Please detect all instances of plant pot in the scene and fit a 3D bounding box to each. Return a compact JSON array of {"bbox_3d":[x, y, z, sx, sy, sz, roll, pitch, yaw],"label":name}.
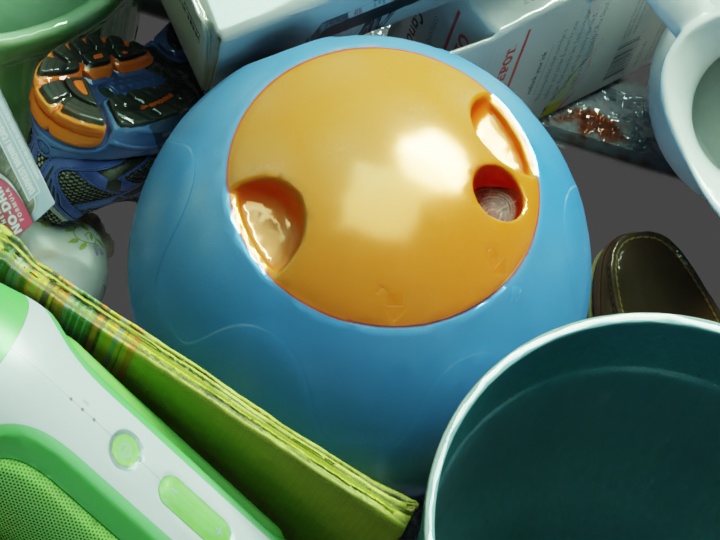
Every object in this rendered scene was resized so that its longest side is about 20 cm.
[{"bbox_3d":[0.105,0.151,0.874,0.199,0.188,0.201,5,58,-8],"label":"plant pot"}]

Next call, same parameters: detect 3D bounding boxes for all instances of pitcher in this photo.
[{"bbox_3d":[0.180,-0.102,1.031,0.121,0.200,0.172,-34,91,16],"label":"pitcher"}]

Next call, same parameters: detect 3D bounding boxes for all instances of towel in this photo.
[{"bbox_3d":[-0.072,0.057,0.873,0.199,0.086,0.018,34,63,0],"label":"towel"}]

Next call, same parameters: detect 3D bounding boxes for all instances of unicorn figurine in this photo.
[{"bbox_3d":[-0.151,0.030,0.958,0.137,0.074,0.201,21,51,-11],"label":"unicorn figurine"}]

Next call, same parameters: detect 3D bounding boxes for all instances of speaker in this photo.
[{"bbox_3d":[-0.098,0.095,0.851,0.200,0.088,0.089,45,55,-21],"label":"speaker"}]

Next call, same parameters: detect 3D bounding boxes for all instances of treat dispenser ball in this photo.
[{"bbox_3d":[0.000,0.000,0.935,0.199,0.201,0.202,5,58,-9],"label":"treat dispenser ball"}]

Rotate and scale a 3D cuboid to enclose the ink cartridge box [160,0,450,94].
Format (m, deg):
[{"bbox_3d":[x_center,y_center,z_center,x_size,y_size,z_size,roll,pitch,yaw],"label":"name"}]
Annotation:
[{"bbox_3d":[-0.008,-0.186,0.970,0.199,0.084,0.145,-23,80,-14],"label":"ink cartridge box"}]

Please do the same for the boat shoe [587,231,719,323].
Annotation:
[{"bbox_3d":[0.160,0.063,1.010,0.071,0.068,0.201,-6,61,-15],"label":"boat shoe"}]

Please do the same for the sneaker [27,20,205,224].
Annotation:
[{"bbox_3d":[-0.088,-0.072,1.026,0.199,0.079,0.075,-14,53,-48],"label":"sneaker"}]

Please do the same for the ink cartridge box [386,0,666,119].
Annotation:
[{"bbox_3d":[0.081,-0.129,1.081,0.199,0.117,0.068,-28,68,-26],"label":"ink cartridge box"}]

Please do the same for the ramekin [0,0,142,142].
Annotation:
[{"bbox_3d":[-0.194,-0.151,1.039,0.198,0.098,0.201,4,54,-6],"label":"ramekin"}]

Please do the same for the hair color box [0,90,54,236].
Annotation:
[{"bbox_3d":[-0.229,-0.065,0.929,0.199,0.099,0.061,15,48,42],"label":"hair color box"}]
